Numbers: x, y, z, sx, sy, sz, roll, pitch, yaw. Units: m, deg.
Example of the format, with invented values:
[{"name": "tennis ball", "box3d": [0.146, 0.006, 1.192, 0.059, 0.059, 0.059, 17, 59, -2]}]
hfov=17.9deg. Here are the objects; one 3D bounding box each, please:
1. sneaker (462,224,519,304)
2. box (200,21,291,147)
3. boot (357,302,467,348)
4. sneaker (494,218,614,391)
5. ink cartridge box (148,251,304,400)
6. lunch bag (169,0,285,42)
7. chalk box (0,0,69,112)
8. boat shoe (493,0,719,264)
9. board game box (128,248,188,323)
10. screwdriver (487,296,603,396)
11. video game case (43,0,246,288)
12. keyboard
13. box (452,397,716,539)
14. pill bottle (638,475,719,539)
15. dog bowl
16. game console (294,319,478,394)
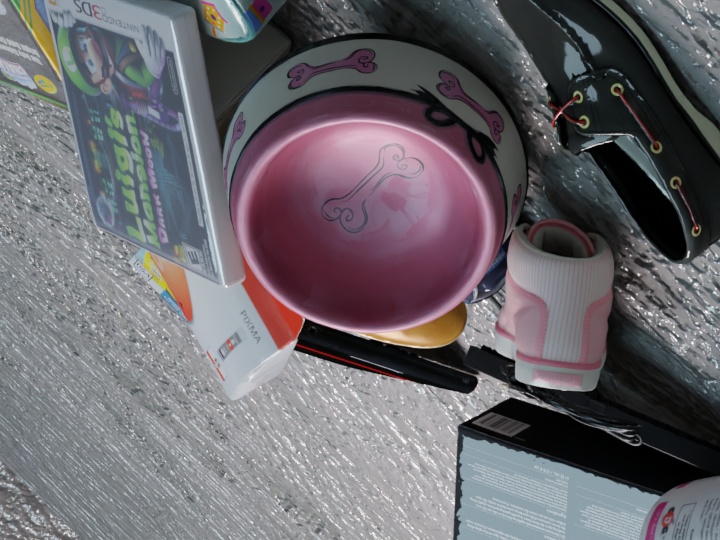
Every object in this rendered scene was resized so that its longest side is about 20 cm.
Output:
[{"name": "sneaker", "box3d": [0.052, -0.050, 1.532, 0.108, 0.070, 0.200, 39, 167, 29]}, {"name": "box", "box3d": [-0.116, -0.123, 1.692, 0.078, 0.095, 0.200, 41, 161, 8]}, {"name": "boot", "box3d": [0.000, -0.001, 1.656, 0.201, 0.071, 0.144, 26, 172, -9]}, {"name": "sneaker", "box3d": [0.132, 0.015, 1.524, 0.075, 0.105, 0.200, 3, -174, 1]}, {"name": "ink cartridge box", "box3d": [-0.104, -0.001, 1.624, 0.162, 0.050, 0.200, 60, 169, 8]}, {"name": "lunch bag", "box3d": [-0.130, -0.241, 1.505, 0.200, 0.077, 0.160, 24, 151, 45]}, {"name": "chalk box", "box3d": [-0.223, -0.206, 1.697, 0.124, 0.124, 0.200, 24, 153, 43]}, {"name": "boat shoe", "box3d": [0.141, -0.093, 1.288, 0.201, 0.063, 0.074, 50, 163, -10]}, {"name": "board game box", "box3d": [-0.125, 0.012, 2.050, 0.151, 0.047, 0.200, 46, 161, -3]}, {"name": "screwdriver", "box3d": [0.122, 0.055, 1.666, 0.200, 0.028, 0.029, 44, 132, -7]}, {"name": "video game case", "box3d": [-0.153, -0.101, 1.579, 0.182, 0.023, 0.200, 24, 131, 50]}, {"name": "keyboard", "box3d": [0.163, 0.094, 1.561, 0.200, 0.021, 0.127, 22, -175, 17]}, {"name": "box", "box3d": [0.168, 0.190, 1.642, 0.200, 0.079, 0.141, 17, 113, 33]}, {"name": "pill bottle", "box3d": [0.278, 0.177, 1.441, 0.113, 0.113, 0.200, 49, 147, -12]}, {"name": "dog bowl", "box3d": [0.006, -0.046, 1.453, 0.200, 0.074, 0.200, 3, 124, 4]}, {"name": "game console", "box3d": [-0.027, 0.053, 1.836, 0.200, 0.031, 0.177, 19, 174, -37]}]
